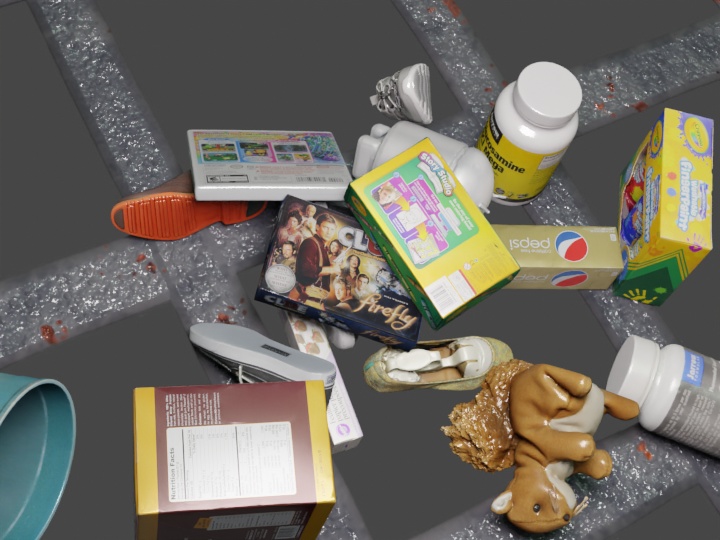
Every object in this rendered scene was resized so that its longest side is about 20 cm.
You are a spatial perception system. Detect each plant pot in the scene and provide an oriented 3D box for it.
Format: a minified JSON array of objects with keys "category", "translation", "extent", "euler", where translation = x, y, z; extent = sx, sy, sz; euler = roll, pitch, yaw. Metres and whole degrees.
[{"category":"plant pot","translation":[-0.433,0.193,1.199],"extent":[0.187,0.201,0.201],"euler":[12,60,13]}]

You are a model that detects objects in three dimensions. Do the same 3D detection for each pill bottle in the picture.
[{"category":"pill bottle","translation":[0.413,0.160,1.411],"extent":[0.199,0.114,0.114],"euler":[21,61,0]},{"category":"pill bottle","translation":[0.220,-0.180,1.499],"extent":[0.111,0.200,0.113],"euler":[4,62,-8]}]

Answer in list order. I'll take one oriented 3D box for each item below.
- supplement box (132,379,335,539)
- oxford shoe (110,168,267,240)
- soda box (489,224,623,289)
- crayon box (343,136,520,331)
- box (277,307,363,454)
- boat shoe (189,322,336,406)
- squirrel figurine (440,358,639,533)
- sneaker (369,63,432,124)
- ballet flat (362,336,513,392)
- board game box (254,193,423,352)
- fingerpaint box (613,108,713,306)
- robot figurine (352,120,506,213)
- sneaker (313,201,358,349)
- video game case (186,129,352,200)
[{"category":"supplement box","translation":[-0.144,0.219,1.226],"extent":[0.198,0.198,0.134],"euler":[-1,63,-12]},{"category":"oxford shoe","translation":[-0.223,-0.091,1.455],"extent":[0.199,0.072,0.073],"euler":[-9,44,-19]},{"category":"soda box","translation":[0.237,-0.017,1.494],"extent":[0.198,0.068,0.064],"euler":[0,64,-11]},{"category":"crayon box","translation":[0.084,-0.045,1.362],"extent":[0.118,0.058,0.201],"euler":[-31,79,-17]},{"category":"box","translation":[-0.051,0.122,1.384],"extent":[0.038,0.042,0.201],"euler":[-14,66,-17]},{"category":"boat shoe","translation":[-0.121,0.118,1.354],"extent":[0.198,0.069,0.074],"euler":[17,17,18]},{"category":"squirrel figurine","translation":[0.201,0.208,1.347],"extent":[0.199,0.141,0.188],"euler":[15,83,37]},{"category":"sneaker","translation":[0.053,-0.226,1.512],"extent":[0.081,0.200,0.075],"euler":[-4,89,2]},{"category":"ballet flat","translation":[0.103,0.113,1.403],"extent":[0.198,0.071,0.071],"euler":[-5,64,-14]},{"category":"board game box","translation":[-0.016,0.003,1.369],"extent":[0.199,0.035,0.136],"euler":[19,60,-11]},{"category":"fingerpaint box","translation":[0.398,-0.082,1.503],"extent":[0.073,0.167,0.201],"euler":[13,62,-4]},{"category":"robot figurine","translation":[0.090,-0.123,1.483],"extent":[0.199,0.114,0.170],"euler":[24,41,17]},{"category":"sneaker","translation":[0.000,0.000,1.436],"extent":[0.113,0.076,0.201],"euler":[-5,64,-14]},{"category":"video game case","translation":[-0.118,-0.136,1.459],"extent":[0.198,0.024,0.182],"euler":[-1,29,-12]}]
